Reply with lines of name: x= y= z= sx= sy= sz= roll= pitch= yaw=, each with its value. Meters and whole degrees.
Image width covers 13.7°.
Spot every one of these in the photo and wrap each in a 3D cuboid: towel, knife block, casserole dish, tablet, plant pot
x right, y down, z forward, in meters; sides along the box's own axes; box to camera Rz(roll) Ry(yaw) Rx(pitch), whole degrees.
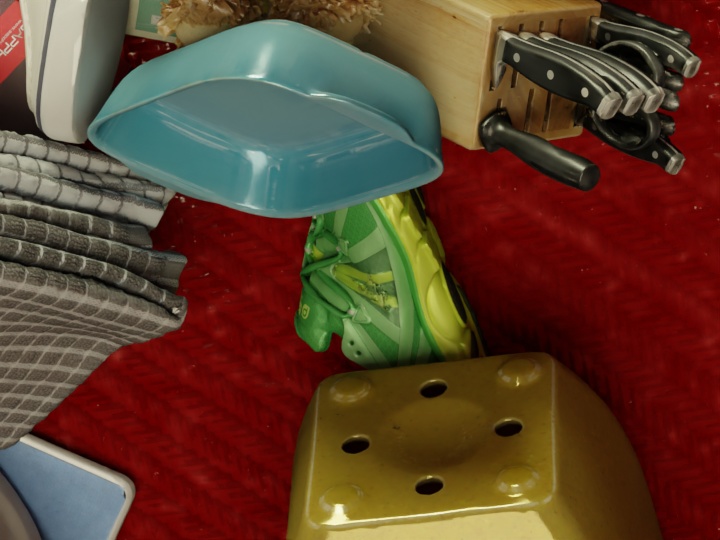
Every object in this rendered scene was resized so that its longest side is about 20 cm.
towel: x=-0.196 y=0.015 z=1.411 sx=0.199 sy=0.086 sz=0.166 roll=11 pitch=139 yaw=-40
knife block: x=0.049 y=-0.095 z=1.335 sx=0.199 sy=0.176 sz=0.064 roll=9 pitch=110 yaw=2
casserole dish: x=-0.041 y=-0.068 z=1.344 sx=0.121 sy=0.200 sz=0.039 roll=23 pitch=71 yaw=-26
tablet: x=-0.229 y=0.123 z=1.560 sx=0.199 sy=0.014 sz=0.131 roll=24 pitch=111 yaw=-4
plant pot: x=0.050 y=0.152 z=1.423 sx=0.193 sy=0.196 sz=0.201 roll=-6 pitch=124 yaw=8

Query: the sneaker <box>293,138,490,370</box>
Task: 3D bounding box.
sneaker: x=0.000 y=0.000 z=1.457 sx=0.083 sy=0.074 sz=0.201 roll=-20 pitch=108 yaw=9

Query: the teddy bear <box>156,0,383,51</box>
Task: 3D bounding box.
teddy bear: x=-0.052 y=-0.177 z=1.307 sx=0.144 sy=0.067 sz=0.201 roll=-14 pitch=122 yaw=26

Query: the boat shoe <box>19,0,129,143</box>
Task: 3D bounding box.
boat shoe: x=-0.144 y=-0.161 z=1.394 sx=0.065 sy=0.072 sz=0.201 roll=4 pitch=94 yaw=11

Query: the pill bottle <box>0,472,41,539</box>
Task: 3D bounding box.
pill bottle: x=-0.265 y=0.176 z=1.516 sx=0.199 sy=0.112 sz=0.112 roll=-30 pitch=105 yaw=14

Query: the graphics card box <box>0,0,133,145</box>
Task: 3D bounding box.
graphics card box: x=-0.223 y=-0.118 z=1.449 sx=0.200 sy=0.051 sz=0.125 roll=44 pitch=109 yaw=-10

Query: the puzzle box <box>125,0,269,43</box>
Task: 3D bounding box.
puzzle box: x=-0.007 y=-0.161 z=1.423 sx=0.199 sy=0.025 sz=0.134 roll=11 pitch=112 yaw=2
